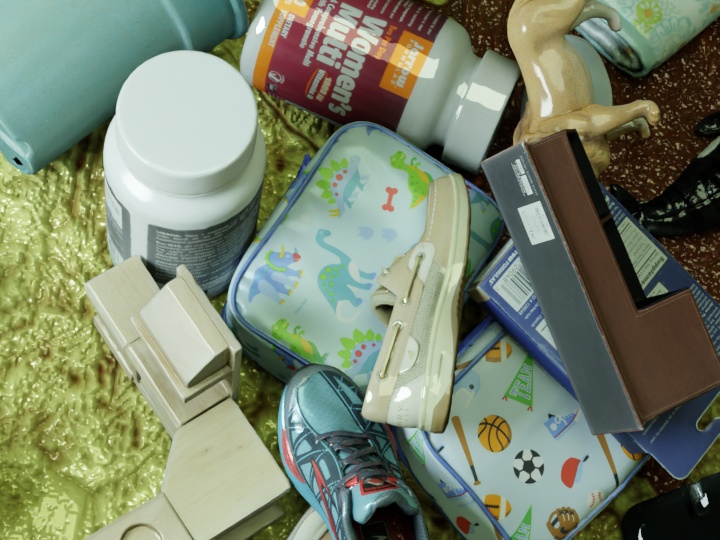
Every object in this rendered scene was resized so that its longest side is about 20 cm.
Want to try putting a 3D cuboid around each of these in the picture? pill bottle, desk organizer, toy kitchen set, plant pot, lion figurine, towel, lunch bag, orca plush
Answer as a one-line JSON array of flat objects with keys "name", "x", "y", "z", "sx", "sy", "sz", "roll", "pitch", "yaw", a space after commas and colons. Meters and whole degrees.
[{"name": "pill bottle", "x": 0.017, "y": -0.155, "z": 1.373, "sx": 0.199, "sy": 0.110, "sz": 0.110, "roll": 24, "pitch": 66, "yaw": 4}, {"name": "desk organizer", "x": 0.162, "y": 0.001, "z": 1.196, "sx": 0.077, "sy": 0.072, "sz": 0.201, "roll": -22, "pitch": 90, "yaw": -21}, {"name": "pill bottle", "x": -0.124, "y": -0.063, "z": 1.266, "sx": 0.112, "sy": 0.200, "sz": 0.114, "roll": 3, "pitch": 66, "yaw": -6}, {"name": "toy kitchen set", "x": -0.169, "y": 0.106, "z": 1.208, "sx": 0.180, "sy": 0.163, "sz": 0.201, "roll": -30, "pitch": 73, "yaw": -18}, {"name": "plant pot", "x": -0.221, "y": -0.189, "z": 1.324, "sx": 0.196, "sy": 0.200, "sz": 0.200, "roll": -43, "pitch": 78, "yaw": -13}, {"name": "lion figurine", "x": 0.146, "y": -0.140, "z": 1.314, "sx": 0.122, "sy": 0.072, "sz": 0.201, "roll": -13, "pitch": 83, "yaw": -7}, {"name": "towel", "x": 0.219, "y": -0.273, "z": 1.484, "sx": 0.171, "sy": 0.048, "sz": 0.200, "roll": -39, "pitch": 77, "yaw": -20}, {"name": "lunch bag", "x": 0.000, "y": 0.000, "z": 1.318, "sx": 0.160, "sy": 0.083, "sz": 0.201, "roll": 32, "pitch": 67, "yaw": 4}, {"name": "orca plush", "x": 0.289, "y": -0.088, "z": 1.399, "sx": 0.199, "sy": 0.071, "sz": 0.106, "roll": -13, "pitch": 69, "yaw": -12}, {"name": "lunch bag", "x": 0.126, "y": 0.098, "z": 1.278, "sx": 0.200, "sy": 0.076, "sz": 0.160, "roll": -43, "pitch": 96, "yaw": -23}]

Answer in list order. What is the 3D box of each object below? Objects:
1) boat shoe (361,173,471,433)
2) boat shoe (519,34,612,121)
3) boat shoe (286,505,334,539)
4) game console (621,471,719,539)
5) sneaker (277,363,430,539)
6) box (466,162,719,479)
[{"name": "boat shoe", "x": 0.039, "y": 0.016, "z": 1.229, "sx": 0.064, "sy": 0.072, "sz": 0.201, "roll": 6, "pitch": 59, "yaw": 3}, {"name": "boat shoe", "x": 0.154, "y": -0.080, "z": 1.382, "sx": 0.073, "sy": 0.068, "sz": 0.201, "roll": 0, "pitch": 73, "yaw": -12}, {"name": "boat shoe", "x": -0.048, "y": 0.233, "z": 1.219, "sx": 0.072, "sy": 0.076, "sz": 0.200, "roll": 39, "pitch": 69, "yaw": 8}, {"name": "game console", "x": 0.307, "y": 0.243, "z": 1.288, "sx": 0.175, "sy": 0.116, "sz": 0.201, "roll": -24, "pitch": 68, "yaw": 16}, {"name": "sneaker", "x": 0.009, "y": 0.146, "z": 1.183, "sx": 0.079, "sy": 0.096, "sz": 0.201, "roll": -18, "pitch": 74, "yaw": -20}, {"name": "box", "x": 0.183, "y": 0.039, "z": 1.250, "sx": 0.200, "sy": 0.032, "sz": 0.121, "roll": 44, "pitch": 73, "yaw": -6}]
